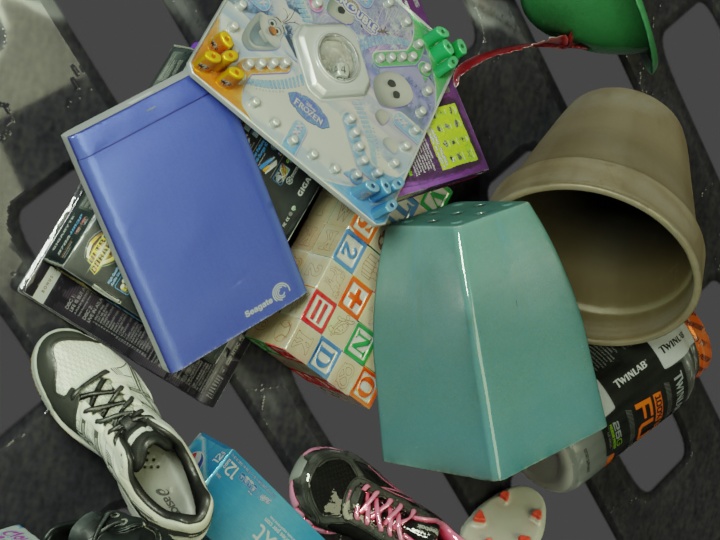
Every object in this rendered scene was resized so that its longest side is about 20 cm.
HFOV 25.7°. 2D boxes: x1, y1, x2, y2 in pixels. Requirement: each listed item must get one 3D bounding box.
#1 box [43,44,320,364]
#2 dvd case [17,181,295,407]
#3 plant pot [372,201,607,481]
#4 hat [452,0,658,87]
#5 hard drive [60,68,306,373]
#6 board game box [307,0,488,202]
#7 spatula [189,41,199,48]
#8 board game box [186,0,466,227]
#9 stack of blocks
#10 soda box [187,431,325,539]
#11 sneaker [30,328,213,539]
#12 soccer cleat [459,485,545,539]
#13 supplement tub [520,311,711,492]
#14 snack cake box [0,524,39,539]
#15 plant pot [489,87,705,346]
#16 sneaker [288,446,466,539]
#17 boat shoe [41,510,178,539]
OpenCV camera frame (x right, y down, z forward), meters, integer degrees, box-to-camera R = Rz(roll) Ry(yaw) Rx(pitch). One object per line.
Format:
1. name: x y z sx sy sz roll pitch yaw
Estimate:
1. box: -0.131 -0.050 1.250 0.159 0.046 0.201 35 81 -32
2. dvd case: -0.159 0.001 1.280 0.199 0.016 0.150 35 79 -32
3. plant pot: 0.096 0.049 1.315 0.140 0.141 0.202 -19 103 -39
4. hat: 0.154 -0.225 1.402 0.175 0.200 0.167 -23 67 6
5. hard drive: -0.131 -0.041 1.209 0.131 0.025 0.202 -31 114 -24
6. board game box: 0.023 -0.160 1.307 0.119 0.032 0.202 -17 84 -44
7. spatula: -0.090 -0.205 1.286 0.056 0.020 0.201 38 80 -29
8. board game box: -0.018 -0.168 1.247 0.199 0.026 0.201 38 54 -19
9. stack of blocks: 0.000 0.000 1.345 0.115 0.058 0.201 37 75 -39
10. soda box: -0.081 0.229 1.336 0.068 0.064 0.200 -49 118 -15
11. sneaker: -0.175 0.121 1.215 0.075 0.088 0.200 -39 88 -23
12. soccer cleat: 0.109 0.288 1.470 0.201 0.069 0.078 -55 162 -27
13. supplement tub: 0.226 0.106 1.473 0.199 0.122 0.123 -33 113 -23
14. snack cake box: -0.257 0.311 1.210 0.067 0.115 0.202 -13 105 -29
15. plant pot: 0.219 -0.062 1.407 0.200 0.199 0.174 48 46 -28
16. sneaker: 0.025 0.216 1.377 0.200 0.095 0.080 37 68 -31
17. boat shoe: -0.194 0.212 1.191 0.066 0.199 0.075 46 70 -13
